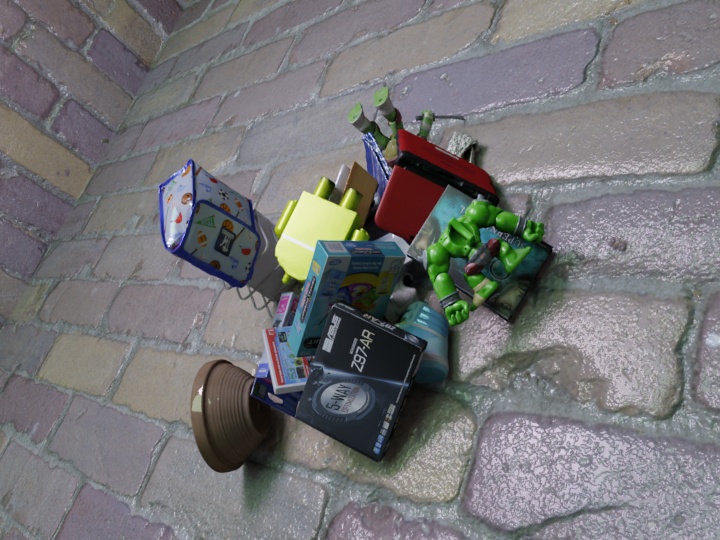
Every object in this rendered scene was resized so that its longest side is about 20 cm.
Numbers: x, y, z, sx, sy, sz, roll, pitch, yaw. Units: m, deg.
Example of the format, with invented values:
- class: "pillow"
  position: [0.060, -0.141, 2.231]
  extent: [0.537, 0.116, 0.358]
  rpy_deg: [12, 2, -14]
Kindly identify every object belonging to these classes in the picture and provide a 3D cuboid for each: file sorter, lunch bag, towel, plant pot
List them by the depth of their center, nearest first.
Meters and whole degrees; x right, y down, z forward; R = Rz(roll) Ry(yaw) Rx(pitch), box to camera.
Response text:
- class: "plant pot"
  position: [-0.224, 0.262, 1.215]
  extent: [0.090, 0.202, 0.205]
  rpy_deg: [-11, 50, 14]
- class: "lunch bag"
  position: [-0.279, -0.079, 1.226]
  extent: [0.123, 0.169, 0.203]
  rpy_deg: [-34, 46, 24]
- class: "towel"
  position: [0.050, -0.142, 1.233]
  extent: [0.023, 0.146, 0.204]
  rpy_deg: [-20, 65, -6]
- class: "file sorter"
  position: [-0.182, 0.007, 1.353]
  extent: [0.139, 0.199, 0.125]
  rpy_deg: [-43, 43, 10]

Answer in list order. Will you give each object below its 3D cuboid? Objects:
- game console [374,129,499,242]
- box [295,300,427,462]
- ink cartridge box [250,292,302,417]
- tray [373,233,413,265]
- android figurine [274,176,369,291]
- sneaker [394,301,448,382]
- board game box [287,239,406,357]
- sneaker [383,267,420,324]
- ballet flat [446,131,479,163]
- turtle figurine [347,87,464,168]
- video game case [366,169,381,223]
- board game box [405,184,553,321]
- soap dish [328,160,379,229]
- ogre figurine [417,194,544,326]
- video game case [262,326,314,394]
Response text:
- class: "game console"
  position: [0.130, -0.130, 1.157]
  extent: [0.120, 0.196, 0.174]
  rpy_deg: [-59, 17, 29]
- class: "box"
  position: [-0.001, 0.173, 1.036]
  extent: [0.157, 0.043, 0.204]
  rpy_deg: [24, 105, 14]
- class: "ink cartridge box"
  position: [-0.126, 0.159, 1.237]
  extent: [0.041, 0.119, 0.204]
  rpy_deg: [-8, 56, 43]
- class: "tray"
  position: [0.000, 0.000, 1.180]
  extent: [0.196, 0.023, 0.108]
  rpy_deg: [-26, 36, -10]
- class: "android figurine"
  position: [-0.074, -0.059, 1.164]
  extent: [0.179, 0.041, 0.204]
  rpy_deg: [22, 84, 24]
- class: "sneaker"
  position: [0.059, 0.112, 1.101]
  extent: [0.195, 0.080, 0.133]
  rpy_deg: [4, 57, 18]
- class: "board game box"
  position: [-0.024, 0.048, 1.088]
  extent: [0.047, 0.148, 0.204]
  rpy_deg: [53, 133, 44]
- class: "sneaker"
  position: [0.052, 0.012, 1.221]
  extent: [0.080, 0.076, 0.202]
  rpy_deg: [-29, 44, 5]
- class: "ballet flat"
  position: [0.173, -0.175, 1.239]
  extent: [0.071, 0.071, 0.204]
  rpy_deg: [4, 64, 46]
- class: "turtle figurine"
  position: [0.074, -0.283, 1.321]
  extent: [0.142, 0.194, 0.203]
  rpy_deg: [10, 65, 50]
- class: "video game case"
  position: [-0.031, -0.140, 1.453]
  extent: [0.197, 0.019, 0.146]
  rpy_deg: [-27, 44, 30]
- class: "board game box"
  position: [0.188, -0.030, 1.056]
  extent: [0.198, 0.028, 0.137]
  rpy_deg: [33, 86, 19]
- class: "soap dish"
  position: [-0.023, -0.107, 1.286]
  extent: [0.200, 0.079, 0.161]
  rpy_deg: [110, 179, -83]
- class: "ogre figurine"
  position: [0.175, -0.028, 0.994]
  extent: [0.120, 0.098, 0.200]
  rpy_deg: [45, 103, 7]
- class: "video game case"
  position: [-0.066, 0.146, 1.159]
  extent: [0.144, 0.195, 0.018]
  rpy_deg: [-113, 25, -48]
